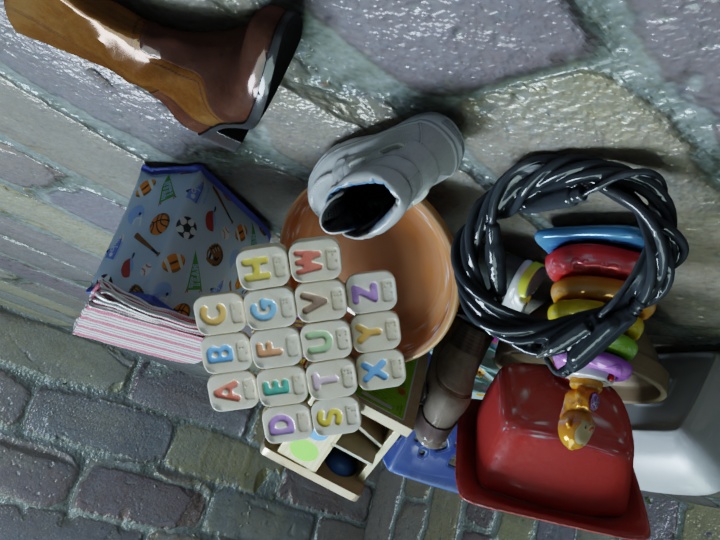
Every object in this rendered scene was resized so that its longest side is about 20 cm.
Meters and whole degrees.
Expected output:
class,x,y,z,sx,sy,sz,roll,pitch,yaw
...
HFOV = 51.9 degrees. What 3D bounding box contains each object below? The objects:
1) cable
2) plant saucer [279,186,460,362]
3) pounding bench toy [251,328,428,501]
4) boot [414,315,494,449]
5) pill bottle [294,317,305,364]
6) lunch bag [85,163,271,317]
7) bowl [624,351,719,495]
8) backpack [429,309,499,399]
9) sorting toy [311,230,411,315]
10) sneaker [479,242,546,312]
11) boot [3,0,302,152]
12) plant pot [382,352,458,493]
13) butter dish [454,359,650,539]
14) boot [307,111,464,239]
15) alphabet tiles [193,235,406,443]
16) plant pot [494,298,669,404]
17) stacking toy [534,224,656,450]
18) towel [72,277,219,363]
class,x,y,z,sx,sy,sz,roll,pitch,yaw
cable,0.166,-0.016,0.607,0.163,0.051,0.200,46,129,15
plant saucer,0.011,-0.004,0.740,0.199,0.201,0.037,7,-157,27
pounding bench toy,-0.053,0.137,0.832,0.200,0.124,0.156,29,124,-5
boot,0.102,0.130,0.888,0.070,0.147,0.200,25,-178,7
pill bottle,-0.050,0.091,0.994,0.112,0.201,0.112,14,163,4
lunch bag,-0.196,-0.005,0.873,0.123,0.171,0.200,8,160,31
bowl,0.385,0.174,0.921,0.075,0.200,0.200,50,152,-17
backpack,0.190,0.135,1.049,0.200,0.127,0.167,33,159,-37
sorting toy,0.000,0.000,0.857,0.180,0.107,0.200,27,161,-11
sneaker,0.151,0.015,0.829,0.084,0.075,0.200,33,166,11
boot,-0.151,-0.176,0.526,0.200,0.069,0.188,29,167,-16
plant pot,0.146,0.235,1.235,0.199,0.180,0.200,22,-166,-18
butter dish,0.210,0.160,0.788,0.199,0.148,0.200,11,-158,4
boot,-0.008,-0.065,0.614,0.074,0.096,0.200,54,147,-10
alphabet tiles,-0.057,0.070,0.714,0.195,0.201,0.015,-7,-165,-1
plant pot,0.267,0.088,0.887,0.200,0.093,0.201,14,162,5
stacking toy,0.211,0.063,0.672,0.109,0.201,0.116,2,159,39
towel,-0.225,0.062,0.792,0.146,0.030,0.200,20,160,-20
